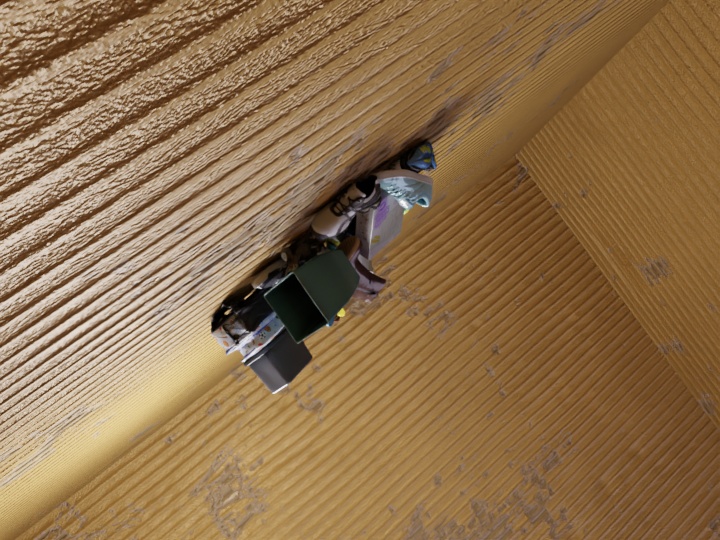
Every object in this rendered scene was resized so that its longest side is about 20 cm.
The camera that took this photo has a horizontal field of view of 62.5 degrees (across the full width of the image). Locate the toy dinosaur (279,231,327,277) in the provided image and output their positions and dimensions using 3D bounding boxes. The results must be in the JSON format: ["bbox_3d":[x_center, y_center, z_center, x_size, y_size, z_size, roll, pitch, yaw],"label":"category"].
[{"bbox_3d":[-0.144,-0.049,1.483,0.100,0.079,0.200,-26,-178,9],"label":"toy dinosaur"}]

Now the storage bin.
[{"bbox_3d":[-0.239,0.259,1.732,0.144,0.136,0.200,-35,-177,30],"label":"storage bin"}]

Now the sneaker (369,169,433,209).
[{"bbox_3d":[0.106,-0.192,1.427,0.196,0.085,0.073,2,173,-37],"label":"sneaker"}]

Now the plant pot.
[{"bbox_3d":[-0.099,0.043,1.435,0.140,0.143,0.200,-34,-175,44],"label":"plant pot"}]

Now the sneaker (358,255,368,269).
[{"bbox_3d":[-0.019,-0.050,1.708,0.072,0.206,0.087,-1,-164,13],"label":"sneaker"}]

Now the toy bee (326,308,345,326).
[{"bbox_3d":[-0.110,0.117,1.809,0.127,0.112,0.200,5,-172,3],"label":"toy bee"}]

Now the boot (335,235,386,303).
[{"bbox_3d":[0.000,0.000,1.576,0.163,0.074,0.201,16,131,-26],"label":"boot"}]

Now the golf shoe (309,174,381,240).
[{"bbox_3d":[-0.035,-0.149,1.324,0.199,0.078,0.095,-38,159,-22],"label":"golf shoe"}]

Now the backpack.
[{"bbox_3d":[-0.300,0.140,1.588,0.188,0.157,0.199,-28,-175,35],"label":"backpack"}]

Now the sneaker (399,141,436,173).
[{"bbox_3d":[0.142,-0.278,1.483,0.081,0.073,0.199,-15,-173,20],"label":"sneaker"}]

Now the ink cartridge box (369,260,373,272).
[{"bbox_3d":[-0.060,-0.009,1.879,0.083,0.149,0.199,21,132,-37],"label":"ink cartridge box"}]

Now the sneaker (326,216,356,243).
[{"bbox_3d":[-0.022,-0.141,1.608,0.082,0.073,0.199,4,-148,44],"label":"sneaker"}]

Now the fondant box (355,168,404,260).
[{"bbox_3d":[0.053,-0.143,1.544,0.144,0.058,0.203,-41,153,-31],"label":"fondant box"}]

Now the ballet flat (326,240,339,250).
[{"bbox_3d":[-0.066,-0.084,1.745,0.068,0.066,0.200,-64,177,-7],"label":"ballet flat"}]

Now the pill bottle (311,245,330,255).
[{"bbox_3d":[-0.116,-0.006,1.702,0.115,0.117,0.200,-37,172,-1],"label":"pill bottle"}]

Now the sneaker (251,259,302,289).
[{"bbox_3d":[-0.186,0.031,1.507,0.075,0.115,0.199,-32,180,34],"label":"sneaker"}]

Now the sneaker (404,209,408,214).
[{"bbox_3d":[0.069,-0.180,1.890,0.082,0.076,0.199,4,148,-44],"label":"sneaker"}]
